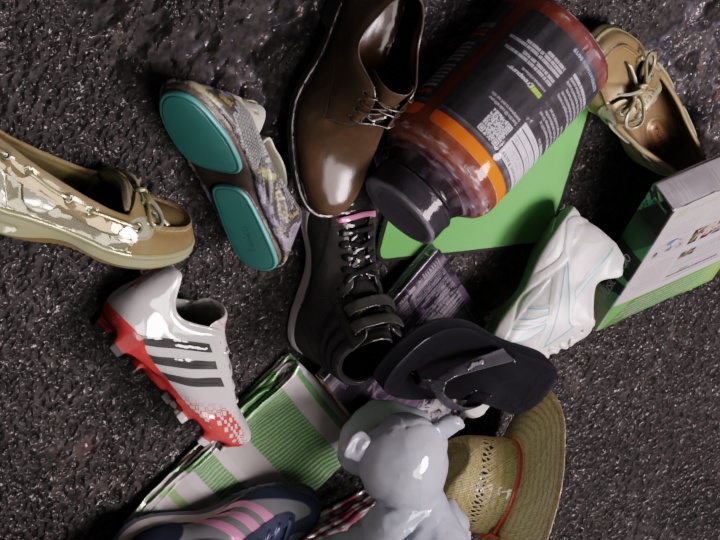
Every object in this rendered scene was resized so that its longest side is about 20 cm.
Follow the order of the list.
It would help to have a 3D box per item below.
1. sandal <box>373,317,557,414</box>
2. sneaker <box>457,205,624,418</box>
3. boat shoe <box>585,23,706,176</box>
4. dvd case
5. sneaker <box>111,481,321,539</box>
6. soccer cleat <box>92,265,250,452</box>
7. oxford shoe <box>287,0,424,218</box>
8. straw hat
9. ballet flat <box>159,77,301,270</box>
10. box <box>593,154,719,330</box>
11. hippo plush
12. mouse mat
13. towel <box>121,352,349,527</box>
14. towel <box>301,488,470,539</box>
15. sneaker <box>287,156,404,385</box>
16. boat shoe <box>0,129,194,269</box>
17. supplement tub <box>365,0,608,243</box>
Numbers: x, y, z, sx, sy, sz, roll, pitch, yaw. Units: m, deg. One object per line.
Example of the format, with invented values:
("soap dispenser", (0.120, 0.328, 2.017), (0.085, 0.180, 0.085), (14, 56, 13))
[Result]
("sandal", (0.095, 0.084, 1.731), (0.200, 0.043, 0.076), (9, 122, -44))
("sneaker", (0.154, 0.048, 1.824), (0.080, 0.070, 0.201), (33, 90, -7))
("boat shoe", (0.240, -0.140, 1.801), (0.073, 0.063, 0.200), (-52, 142, 0))
("dvd case", (0.050, 0.086, 1.830), (0.149, 0.016, 0.200), (-49, 140, -12))
("sneaker", (-0.103, 0.230, 1.739), (0.199, 0.082, 0.070), (-13, 127, -34))
("soccer cleat", (-0.125, 0.068, 1.645), (0.085, 0.069, 0.200), (-42, 134, -2))
("oxford shoe", (-0.002, -0.126, 1.579), (0.072, 0.084, 0.201), (0, 115, -31))
("straw hat", (0.105, 0.186, 1.872), (0.085, 0.201, 0.202), (12, 115, -13))
("ballet flat", (-0.092, -0.086, 1.570), (0.072, 0.072, 0.201), (-37, 137, -13))
("box", (0.286, -0.033, 1.890), (0.144, 0.036, 0.200), (-22, 155, -28))
("hippo plush", (0.018, 0.195, 1.739), (0.159, 0.200, 0.162), (-18, 109, -9))
("mouse mat", (0.106, -0.084, 1.775), (0.199, 0.008, 0.162), (-7, 124, -39))
("towel", (-0.094, 0.177, 1.784), (0.200, 0.023, 0.153), (-45, 139, -5))
("towel", (0.023, 0.252, 1.935), (0.199, 0.030, 0.147), (-27, 135, -24))
("sneaker", (0.000, 0.000, 1.677), (0.070, 0.099, 0.201), (-10, 124, -33))
("boat shoe", (-0.192, -0.052, 1.496), (0.200, 0.073, 0.063), (15, 114, -38))
("supplement tub", (0.093, -0.115, 1.648), (0.200, 0.107, 0.107), (-46, 139, -15))
